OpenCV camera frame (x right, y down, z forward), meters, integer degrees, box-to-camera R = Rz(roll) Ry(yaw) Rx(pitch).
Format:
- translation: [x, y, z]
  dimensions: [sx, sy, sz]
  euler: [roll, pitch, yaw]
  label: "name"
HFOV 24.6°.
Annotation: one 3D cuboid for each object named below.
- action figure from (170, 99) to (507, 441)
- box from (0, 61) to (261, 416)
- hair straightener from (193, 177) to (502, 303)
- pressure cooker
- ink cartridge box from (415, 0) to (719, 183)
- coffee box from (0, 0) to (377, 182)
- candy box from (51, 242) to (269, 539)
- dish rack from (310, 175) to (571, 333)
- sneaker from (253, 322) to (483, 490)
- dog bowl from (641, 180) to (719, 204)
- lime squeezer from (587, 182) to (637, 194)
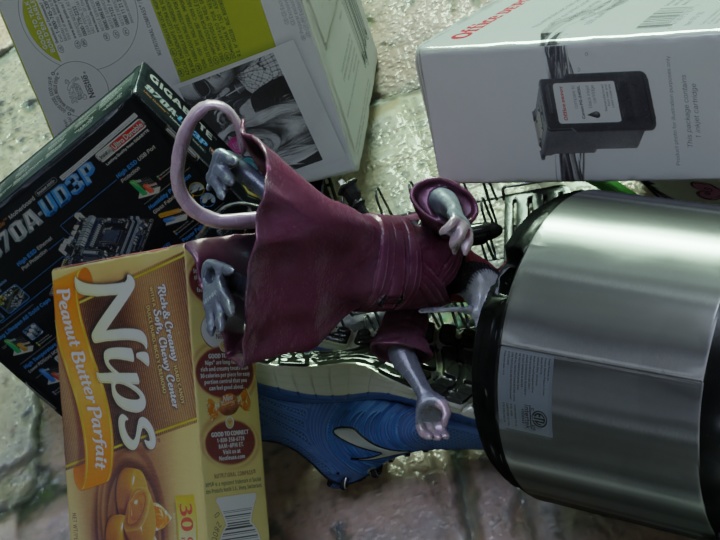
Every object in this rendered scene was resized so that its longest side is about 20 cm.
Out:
- translation: [0.000, 0.000, 0.904]
  dimensions: [0.199, 0.134, 0.149]
  euler: [5, 26, -33]
  label: "action figure"
- translation: [-0.154, -0.007, 1.026]
  dimensions: [0.200, 0.159, 0.046]
  euler: [-37, 24, 19]
  label: "box"
- translation: [-0.013, -0.015, 0.983]
  dimensions: [0.199, 0.041, 0.077]
  euler: [-4, 81, 8]
  label: "hair straightener"
- translation: [0.179, 0.054, 0.848]
  dimensions: [0.199, 0.176, 0.179]
  euler: [9, 56, 35]
  label: "pressure cooker"
- translation: [0.152, -0.109, 0.931]
  dimensions: [0.199, 0.084, 0.145]
  euler: [1, 21, 30]
  label: "ink cartridge box"
- translation: [-0.114, -0.176, 1.141]
  dimensions: [0.197, 0.201, 0.200]
  euler: [-13, 28, 12]
  label: "coffee box"
- translation: [-0.114, 0.091, 0.940]
  dimensions: [0.115, 0.055, 0.201]
  euler: [-9, 82, 39]
  label: "candy box"
- translation: [0.044, -0.003, 1.048]
  dimensions: [0.199, 0.055, 0.154]
  euler: [-9, 48, 16]
  label: "dish rack"
- translation: [0.014, 0.082, 0.977]
  dimensions: [0.199, 0.089, 0.079]
  euler: [9, 31, 9]
  label: "sneaker"
- translation: [0.248, -0.113, 1.042]
  dimensions: [0.199, 0.074, 0.201]
  euler: [-13, 45, 13]
  label: "dog bowl"
- translation: [0.129, -0.094, 1.086]
  dimensions: [0.070, 0.038, 0.200]
  euler: [-6, 38, -23]
  label: "lime squeezer"
